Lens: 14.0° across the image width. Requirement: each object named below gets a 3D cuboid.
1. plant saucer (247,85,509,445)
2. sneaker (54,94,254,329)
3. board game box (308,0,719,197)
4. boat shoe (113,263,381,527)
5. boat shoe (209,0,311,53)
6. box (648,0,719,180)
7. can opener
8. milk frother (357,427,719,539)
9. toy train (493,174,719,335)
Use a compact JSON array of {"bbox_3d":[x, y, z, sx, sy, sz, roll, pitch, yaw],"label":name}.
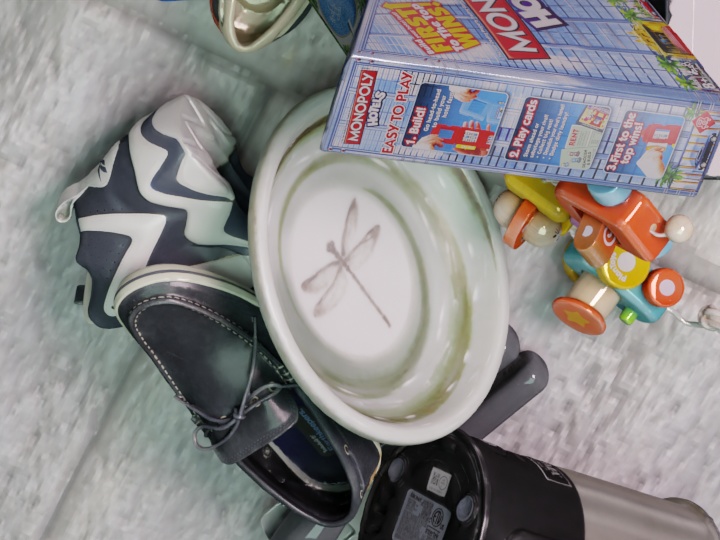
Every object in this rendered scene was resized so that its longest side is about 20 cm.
[{"bbox_3d":[0.000,0.000,1.621,0.050,0.200,0.200,-16,119,43],"label":"plant saucer"},{"bbox_3d":[-0.093,0.006,1.664,0.129,0.080,0.199,-28,125,24],"label":"sneaker"},{"bbox_3d":[0.054,-0.117,1.504,0.199,0.200,0.062,-2,129,-29],"label":"board game box"},{"bbox_3d":[-0.060,0.070,1.625,0.074,0.062,0.200,-28,123,26],"label":"boat shoe"},{"bbox_3d":[-0.024,-0.209,1.574,0.071,0.063,0.201,26,110,-11],"label":"boat shoe"},{"bbox_3d":[0.225,-0.149,1.569,0.140,0.079,0.201,1,94,-5],"label":"box"},{"bbox_3d":[0.024,0.114,1.716,0.200,0.067,0.053,-40,110,15],"label":"can opener"},{"bbox_3d":[0.096,0.216,1.671,0.187,0.181,0.201,19,110,-32],"label":"milk frother"},{"bbox_3d":[0.135,-0.003,1.606,0.056,0.150,0.200,-52,141,-8],"label":"toy train"}]
